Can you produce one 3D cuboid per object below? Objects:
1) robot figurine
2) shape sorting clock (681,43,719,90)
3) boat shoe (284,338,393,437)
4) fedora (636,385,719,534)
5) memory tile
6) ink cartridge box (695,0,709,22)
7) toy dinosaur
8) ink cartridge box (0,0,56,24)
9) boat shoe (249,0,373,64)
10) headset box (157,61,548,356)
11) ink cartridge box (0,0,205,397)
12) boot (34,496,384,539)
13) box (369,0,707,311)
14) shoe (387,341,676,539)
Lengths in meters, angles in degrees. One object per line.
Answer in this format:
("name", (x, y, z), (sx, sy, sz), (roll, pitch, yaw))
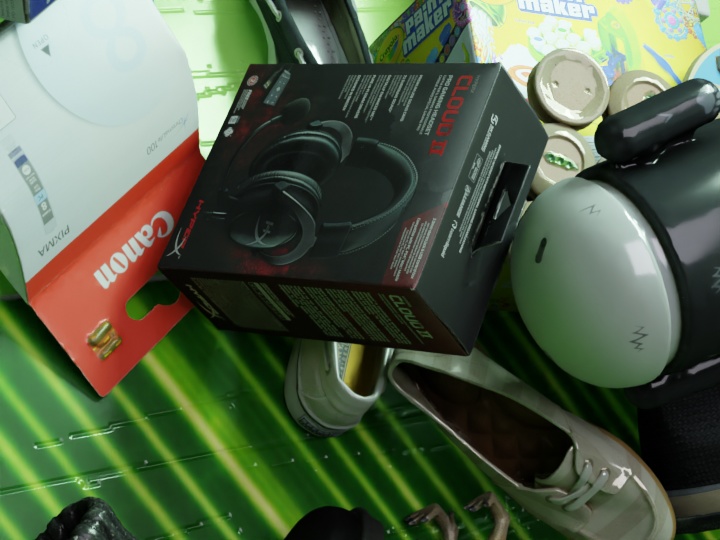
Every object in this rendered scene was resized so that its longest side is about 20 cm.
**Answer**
("robot figurine", (0.178, -0.013, 0.941), (0.199, 0.125, 0.151), (-21, 79, -20))
("shape sorting clock", (0.276, -0.057, 1.109), (0.199, 0.039, 0.201), (20, 57, -34))
("boat shoe", (0.000, 0.000, 1.039), (0.071, 0.070, 0.201), (23, 59, -21))
("fedora", (0.242, 0.095, 1.067), (0.200, 0.200, 0.092), (-17, 91, -36))
("memory tile", (0.186, -0.043, 1.024), (0.199, 0.017, 0.154), (17, 71, -11))
("ink cartridge box", (0.146, -0.247, 1.234), (0.199, 0.084, 0.146), (9, 64, -28))
("toy dinosaur", (0.071, 0.188, 1.020), (0.199, 0.058, 0.102), (-27, 100, -37))
("ink cartridge box", (-0.226, -0.216, 0.962), (0.199, 0.044, 0.197), (15, 38, 16))
("boat shoe", (-0.036, -0.181, 1.106), (0.075, 0.060, 0.201), (-12, 75, -35))
("headset box", (0.004, -0.038, 0.965), (0.077, 0.199, 0.150), (48, 56, -45))
("ink cartridge box", (-0.144, -0.056, 0.958), (0.160, 0.047, 0.201), (-47, 112, -36))
("boot", (-0.092, 0.168, 0.900), (0.158, 0.079, 0.211), (43, 54, -7))
("box", (0.131, -0.081, 1.125), (0.199, 0.122, 0.194), (4, 67, -30))
("shoe", (0.097, 0.106, 0.998), (0.200, 0.070, 0.053), (38, 20, 10))
